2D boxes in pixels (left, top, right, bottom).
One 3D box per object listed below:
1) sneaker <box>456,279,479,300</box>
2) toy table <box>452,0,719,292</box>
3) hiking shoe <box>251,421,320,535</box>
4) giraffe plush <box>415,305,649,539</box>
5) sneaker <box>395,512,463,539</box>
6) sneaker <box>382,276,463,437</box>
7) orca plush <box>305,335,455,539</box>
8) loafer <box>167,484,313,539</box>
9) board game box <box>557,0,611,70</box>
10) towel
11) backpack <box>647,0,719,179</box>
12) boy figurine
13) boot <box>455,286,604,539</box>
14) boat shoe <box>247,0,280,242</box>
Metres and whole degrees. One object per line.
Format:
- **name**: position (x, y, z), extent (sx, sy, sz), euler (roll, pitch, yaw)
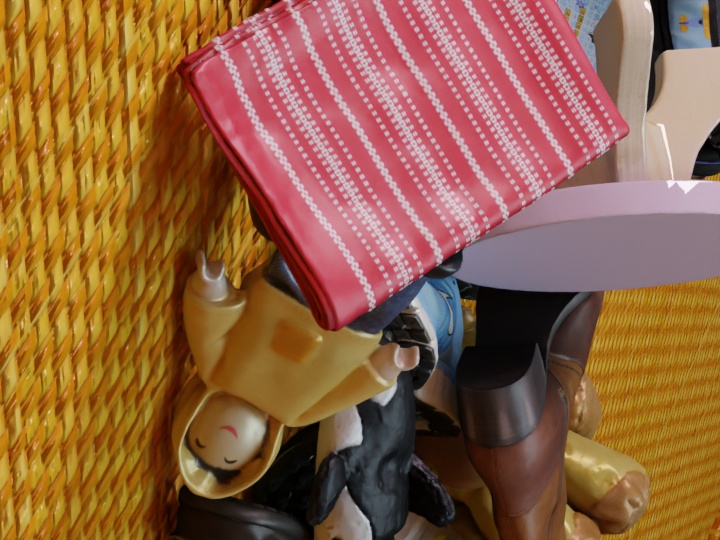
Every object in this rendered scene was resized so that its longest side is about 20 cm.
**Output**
- **sneaker**: position (0.060, -0.029, 1.769), extent (0.200, 0.079, 0.076), euler (50, 60, -71)
- **toy table**: position (0.137, -0.062, 1.586), extent (0.184, 0.199, 0.118), euler (138, -52, -60)
- **hiking shoe**: position (-0.020, 0.123, 1.681), extent (0.200, 0.074, 0.087), euler (101, 5, -63)
- **giraffe plush**: position (0.070, 0.093, 1.762), extent (0.172, 0.200, 0.162), euler (-42, 154, -14)
- **sneaker**: position (0.007, 0.210, 1.603), extent (0.200, 0.076, 0.076), euler (-46, 169, -37)
- **sneaker**: position (0.014, 0.021, 1.574), extent (0.200, 0.078, 0.090), euler (68, 28, -66)
- **orca plush**: position (0.012, 0.131, 1.498), extent (0.105, 0.071, 0.201), euler (31, 65, -81)
- **loafer**: position (-0.065, 0.176, 1.538), extent (0.200, 0.073, 0.072), euler (78, 30, -63)
- **board game box**: position (0.092, -0.126, 1.696), extent (0.200, 0.041, 0.200), euler (23, 80, -54)
- **towel**: position (0.023, -0.078, 1.349), extent (0.200, 0.145, 0.022), euler (-33, -173, -27)
- **backpack**: position (0.171, -0.168, 1.855), extent (0.135, 0.182, 0.201), euler (32, 64, -84)
- **boy figurine**: position (-0.038, 0.032, 1.420), extent (0.200, 0.124, 0.065), euler (-48, -156, 29)
- **boot**: position (0.112, 0.107, 1.665), extent (0.189, 0.068, 0.201), euler (-69, 152, -58)
- **boat shoe**: position (-0.011, -0.111, 1.420), extent (0.065, 0.073, 0.201), euler (-127, -127, -67)
